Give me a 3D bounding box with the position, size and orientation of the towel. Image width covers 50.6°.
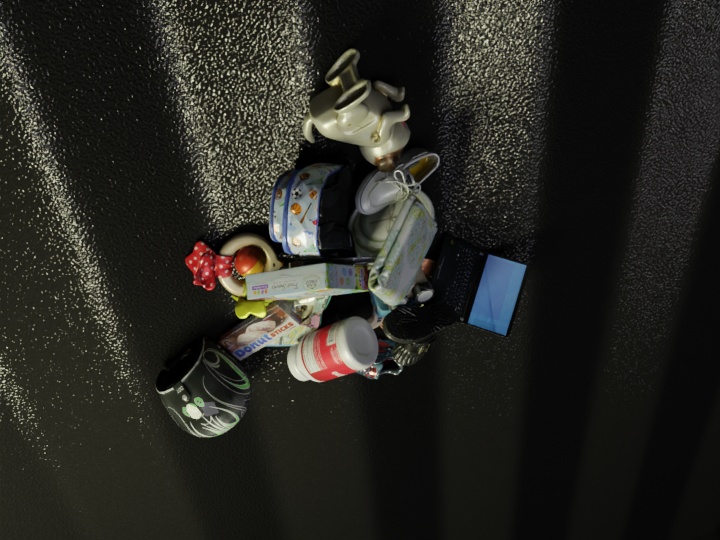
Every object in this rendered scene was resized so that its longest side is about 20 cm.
[{"bbox_3d":[0.083,-0.035,1.509,0.203,0.048,0.171,-64,159,-5],"label":"towel"}]

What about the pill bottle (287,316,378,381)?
[{"bbox_3d":[-0.065,0.178,1.662,0.198,0.114,0.111,-23,141,40],"label":"pill bottle"}]

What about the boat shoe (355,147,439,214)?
[{"bbox_3d":[0.082,-0.172,1.488,0.201,0.086,0.076,-35,119,-26],"label":"boat shoe"}]

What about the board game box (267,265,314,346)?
[{"bbox_3d":[-0.151,0.081,1.689,0.132,0.034,0.203,2,126,-24],"label":"board game box"}]

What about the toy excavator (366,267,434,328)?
[{"bbox_3d":[0.055,0.081,1.685,0.191,0.101,0.202,-15,146,-17],"label":"toy excavator"}]

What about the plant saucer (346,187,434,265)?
[{"bbox_3d":[0.059,-0.105,1.616,0.196,0.050,0.203,-11,129,-14],"label":"plant saucer"}]

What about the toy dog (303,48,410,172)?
[{"bbox_3d":[0.011,-0.268,1.410,0.194,0.140,0.199,-44,132,16],"label":"toy dog"}]

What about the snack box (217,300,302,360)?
[{"bbox_3d":[-0.220,0.131,1.653,0.198,0.025,0.072,-31,121,32],"label":"snack box"}]

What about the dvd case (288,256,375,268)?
[{"bbox_3d":[-0.061,-0.016,1.534,0.146,0.200,0.016,-3,89,-12],"label":"dvd case"}]

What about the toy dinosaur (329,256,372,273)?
[{"bbox_3d":[0.000,0.000,1.681,0.196,0.048,0.090,-3,114,-16],"label":"toy dinosaur"}]

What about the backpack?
[{"bbox_3d":[-0.091,-0.113,1.436,0.151,0.191,0.204,1,101,8],"label":"backpack"}]

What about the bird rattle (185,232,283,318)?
[{"bbox_3d":[-0.248,-0.003,1.555,0.200,0.113,0.164,43,82,-14],"label":"bird rattle"}]

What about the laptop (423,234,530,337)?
[{"bbox_3d":[0.265,0.037,1.732,0.198,0.103,0.180,20,86,-36],"label":"laptop"}]

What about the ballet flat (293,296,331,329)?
[{"bbox_3d":[-0.104,0.064,1.604,0.070,0.070,0.201,0,147,-15],"label":"ballet flat"}]

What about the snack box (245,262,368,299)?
[{"bbox_3d":[-0.103,0.024,1.463,0.197,0.054,0.141,-8,174,33],"label":"snack box"}]

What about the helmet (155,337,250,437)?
[{"bbox_3d":[-0.334,0.268,1.671,0.199,0.201,0.191,-37,115,9],"label":"helmet"}]

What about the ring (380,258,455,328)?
[{"bbox_3d":[0.124,0.067,1.761,0.196,0.019,0.204,-4,107,-11],"label":"ring"}]

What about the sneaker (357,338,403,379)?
[{"bbox_3d":[0.018,0.213,1.822,0.196,0.096,0.080,0,127,-22],"label":"sneaker"}]

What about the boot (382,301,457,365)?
[{"bbox_3d":[0.102,0.147,1.663,0.208,0.080,0.158,-5,150,-39],"label":"boot"}]
